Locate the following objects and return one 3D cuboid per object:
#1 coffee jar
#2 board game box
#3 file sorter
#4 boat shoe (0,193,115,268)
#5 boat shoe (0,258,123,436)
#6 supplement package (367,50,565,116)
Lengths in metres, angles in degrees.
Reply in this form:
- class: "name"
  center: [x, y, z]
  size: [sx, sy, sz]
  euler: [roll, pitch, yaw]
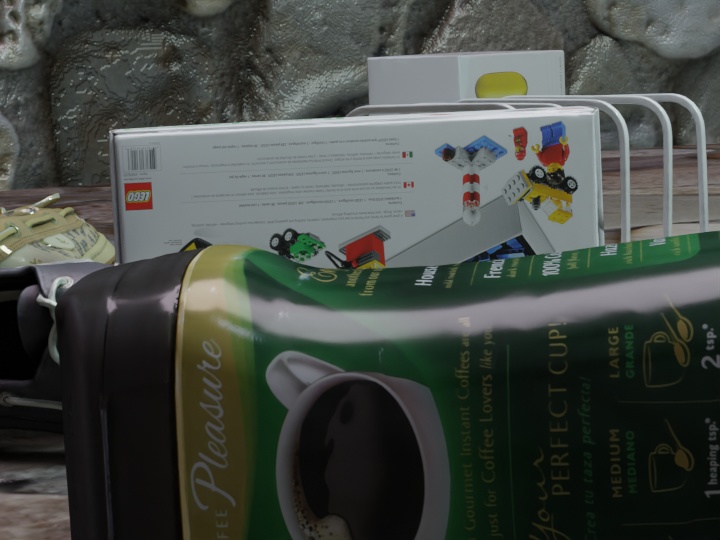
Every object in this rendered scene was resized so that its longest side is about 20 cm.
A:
- class: "coffee jar"
  center: [0.022, 0.043, 0.535]
  size: [0.199, 0.105, 0.085]
  euler: [-1, 7, 8]
- class: "board game box"
  center: [0.000, 0.000, 0.864]
  size: [0.199, 0.127, 0.035]
  euler: [-2, 6, -2]
- class: "file sorter"
  center: [0.097, -0.036, 1.193]
  size: [0.138, 0.125, 0.200]
  euler: [2, 7, 38]
- class: "boat shoe"
  center: [-0.155, -0.006, 0.960]
  size: [0.073, 0.063, 0.200]
  euler: [-40, 13, -7]
- class: "boat shoe"
  center: [-0.116, 0.031, 0.815]
  size: [0.199, 0.073, 0.063]
  euler: [-3, -11, 19]
- class: "supplement package"
  center: [0.130, -0.187, 2.539]
  size: [0.150, 0.152, 0.200]
  euler: [4, 9, 44]
